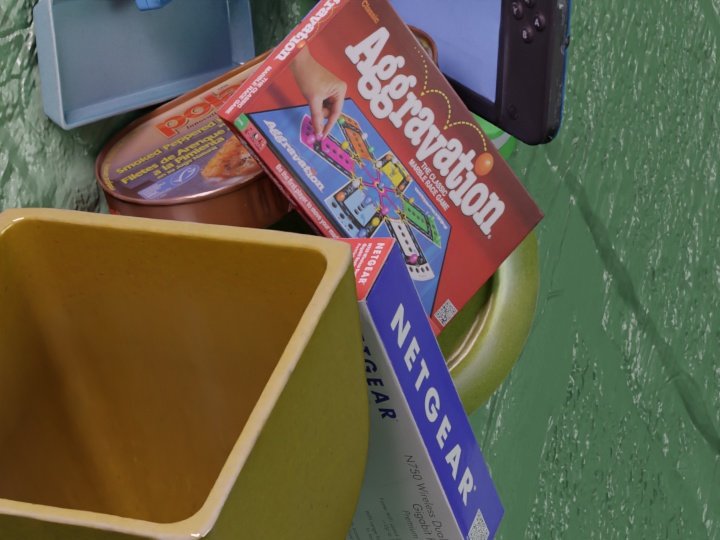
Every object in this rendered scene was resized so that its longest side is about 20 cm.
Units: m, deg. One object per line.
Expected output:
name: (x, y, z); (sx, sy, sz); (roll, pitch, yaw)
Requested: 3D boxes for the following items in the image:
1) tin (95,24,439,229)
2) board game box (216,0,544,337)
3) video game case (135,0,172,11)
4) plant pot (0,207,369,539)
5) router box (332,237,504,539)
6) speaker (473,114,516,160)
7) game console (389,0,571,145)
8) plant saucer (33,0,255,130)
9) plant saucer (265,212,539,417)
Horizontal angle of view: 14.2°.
tin: (-0.046, -0.072, 1.522); (0.199, 0.112, 0.042); (-29, 127, -22)
board game box: (0.015, -0.054, 1.489); (0.103, 0.019, 0.200); (-48, 132, -10)
video game case: (-0.109, -0.257, 1.531); (0.143, 0.018, 0.201); (-47, 126, -53)
plant pot: (-0.102, 0.113, 1.395); (0.195, 0.195, 0.201); (-63, 148, -40)
router box: (-0.038, 0.072, 1.514); (0.049, 0.179, 0.201); (-62, 141, -41)
speaker: (0.033, -0.149, 1.747); (0.089, 0.088, 0.201); (-61, 140, -42)
game console: (0.013, -0.168, 1.553); (0.118, 0.200, 0.172); (-13, 119, -30)
plant saucer: (-0.114, -0.125, 1.541); (0.200, 0.019, 0.070); (-23, 110, -59)
plant saucer: (0.000, 0.000, 1.576); (0.031, 0.199, 0.201); (122, -30, -88)
